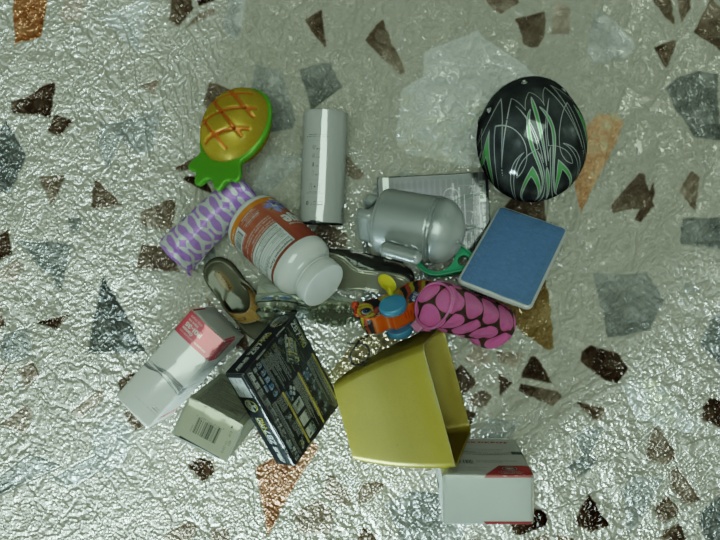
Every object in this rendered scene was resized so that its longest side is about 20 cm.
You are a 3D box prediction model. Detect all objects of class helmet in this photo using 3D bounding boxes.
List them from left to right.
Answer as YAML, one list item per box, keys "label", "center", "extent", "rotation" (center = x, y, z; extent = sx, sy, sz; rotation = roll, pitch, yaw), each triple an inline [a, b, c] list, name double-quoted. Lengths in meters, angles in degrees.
- label: "helmet"
  center: [0.285, -0.215, 1.290]
  extent: [0.199, 0.191, 0.201]
  rotation: [0, 91, 2]

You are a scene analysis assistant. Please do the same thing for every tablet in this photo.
- label: "tablet"
  center: [0.260, -0.025, 1.308]
  extent: [0.130, 0.014, 0.200]
  rotation: [21, 53, 18]

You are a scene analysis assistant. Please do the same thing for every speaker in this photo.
- label: "speaker"
  center: [-0.065, -0.182, 1.363]
  extent: [0.081, 0.081, 0.201]
  rotation: [2, 90, 3]

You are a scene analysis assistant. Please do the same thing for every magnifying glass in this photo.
- label: "magnifying glass"
  center: [0.186, -0.014, 1.336]
  extent: [0.199, 0.022, 0.080]
  rotation: [15, 77, 19]

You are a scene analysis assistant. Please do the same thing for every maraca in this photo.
- label: "maraca"
  center: [-0.227, -0.232, 1.350]
  extent: [0.137, 0.107, 0.201]
  rotation: [15, 76, 30]

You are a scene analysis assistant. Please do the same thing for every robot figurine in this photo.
- label: "robot figurine"
  center: [0.092, -0.075, 1.312]
  extent: [0.199, 0.113, 0.170]
  rotation: [12, 49, 19]

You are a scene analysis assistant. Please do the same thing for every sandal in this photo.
- label: "sandal"
  center: [-0.208, 0.055, 1.385]
  extent: [0.082, 0.055, 0.200]
  rotation: [-41, 88, 3]

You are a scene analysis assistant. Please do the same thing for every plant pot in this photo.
- label: "plant pot"
  center: [0.067, 0.222, 1.310]
  extent: [0.176, 0.200, 0.201]
  rotation: [-14, 92, 16]

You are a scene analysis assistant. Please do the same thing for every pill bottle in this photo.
- label: "pill bottle"
  center: [-0.126, -0.032, 1.318]
  extent: [0.200, 0.112, 0.112]
  rotation: [41, 92, 27]

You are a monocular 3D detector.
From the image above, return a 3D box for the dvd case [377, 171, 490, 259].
- label: "dvd case"
  center: [0.132, -0.097, 1.386]
  extent: [0.199, 0.016, 0.150]
  rotation: [-3, 91, 3]

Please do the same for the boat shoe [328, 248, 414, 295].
- label: "boat shoe"
  center: [0.000, 0.000, 1.381]
  extent: [0.199, 0.057, 0.067]
  rotation: [16, 119, 6]

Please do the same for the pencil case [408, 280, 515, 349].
- label: "pencil case"
  center: [0.174, 0.080, 1.290]
  extent: [0.091, 0.200, 0.094]
  rotation: [41, 106, 46]

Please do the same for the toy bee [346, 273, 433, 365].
- label: "toy bee"
  center: [0.038, 0.065, 1.308]
  extent: [0.199, 0.109, 0.132]
  rotation: [-12, 118, -33]

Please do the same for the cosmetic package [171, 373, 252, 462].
- label: "cosmetic package"
  center: [-0.234, 0.246, 1.315]
  extent: [0.105, 0.200, 0.071]
  rotation: [27, 95, 4]

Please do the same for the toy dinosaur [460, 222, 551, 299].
- label: "toy dinosaur"
  center: [0.271, -0.009, 1.351]
  extent: [0.102, 0.077, 0.200]
  rotation: [34, 95, -5]

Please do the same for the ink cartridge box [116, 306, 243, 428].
- label: "ink cartridge box"
  center: [-0.311, 0.164, 1.345]
  extent: [0.083, 0.147, 0.200]
  rotation: [42, 92, 3]

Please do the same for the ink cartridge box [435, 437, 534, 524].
- label: "ink cartridge box"
  center: [0.203, 0.349, 1.295]
  extent: [0.146, 0.200, 0.083]
  rotation: [-1, 94, 3]

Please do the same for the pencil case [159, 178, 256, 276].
- label: "pencil case"
  center: [-0.264, -0.082, 1.372]
  extent: [0.200, 0.084, 0.086]
  rotation: [-43, 100, 2]

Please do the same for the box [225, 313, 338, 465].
- label: "box"
  center: [-0.125, 0.199, 1.300]
  extent: [0.049, 0.161, 0.201]
  rotation: [-4, 122, 38]

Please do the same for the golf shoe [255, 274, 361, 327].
- label: "golf shoe"
  center: [-0.087, 0.043, 1.370]
  extent: [0.199, 0.078, 0.098]
  rotation: [7, 52, -16]
